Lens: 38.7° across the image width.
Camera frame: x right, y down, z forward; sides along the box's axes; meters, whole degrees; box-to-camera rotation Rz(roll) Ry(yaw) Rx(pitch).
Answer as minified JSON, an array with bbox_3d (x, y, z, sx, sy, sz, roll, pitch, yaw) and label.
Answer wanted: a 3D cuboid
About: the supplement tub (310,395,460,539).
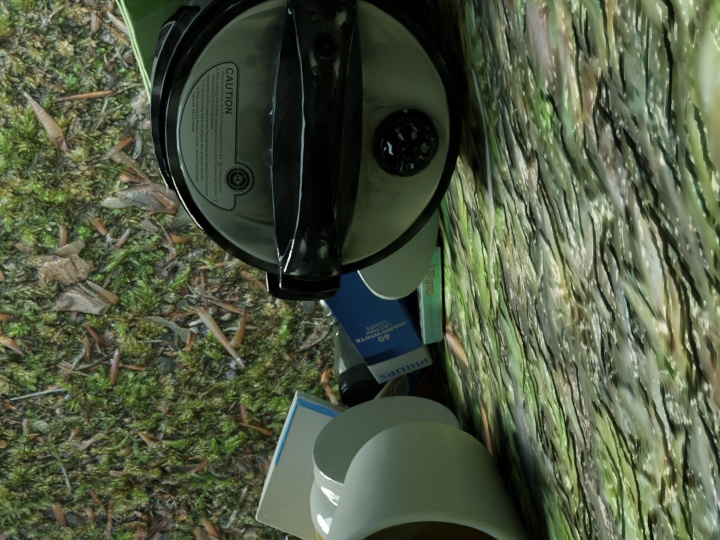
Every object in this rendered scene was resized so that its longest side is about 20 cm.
[{"bbox_3d":[0.037,0.223,0.852,0.145,0.142,0.203,-107,6,-65],"label":"supplement tub"}]

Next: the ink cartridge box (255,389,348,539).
[{"bbox_3d":[-0.053,0.189,1.035,0.200,0.067,0.118,146,144,-86],"label":"ink cartridge box"}]

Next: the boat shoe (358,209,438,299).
[{"bbox_3d":[0.015,-0.073,0.790,0.068,0.070,0.203,96,165,-76],"label":"boat shoe"}]

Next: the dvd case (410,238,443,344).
[{"bbox_3d":[0.039,-0.058,0.897,0.147,0.022,0.202,82,175,-56],"label":"dvd case"}]

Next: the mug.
[{"bbox_3d":[0.044,0.195,0.683,0.154,0.147,0.190,-87,-6,-68],"label":"mug"}]

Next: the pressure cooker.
[{"bbox_3d":[-0.030,-0.096,0.596,0.176,0.178,0.201,48,-170,-23],"label":"pressure cooker"}]

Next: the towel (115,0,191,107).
[{"bbox_3d":[-0.068,-0.193,0.695,0.031,0.198,0.150,48,159,37],"label":"towel"}]

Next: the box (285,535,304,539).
[{"bbox_3d":[0.027,0.320,0.969,0.138,0.197,0.040,-105,28,-53],"label":"box"}]

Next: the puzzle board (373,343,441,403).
[{"bbox_3d":[0.027,0.179,0.983,0.200,0.017,0.153,-46,-46,-45],"label":"puzzle board"}]

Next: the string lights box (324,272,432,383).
[{"bbox_3d":[0.000,0.000,0.899,0.201,0.058,0.104,60,-167,-47],"label":"string lights box"}]

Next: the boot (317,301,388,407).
[{"bbox_3d":[0.013,0.088,1.071,0.200,0.067,0.132,53,-162,-59],"label":"boot"}]
